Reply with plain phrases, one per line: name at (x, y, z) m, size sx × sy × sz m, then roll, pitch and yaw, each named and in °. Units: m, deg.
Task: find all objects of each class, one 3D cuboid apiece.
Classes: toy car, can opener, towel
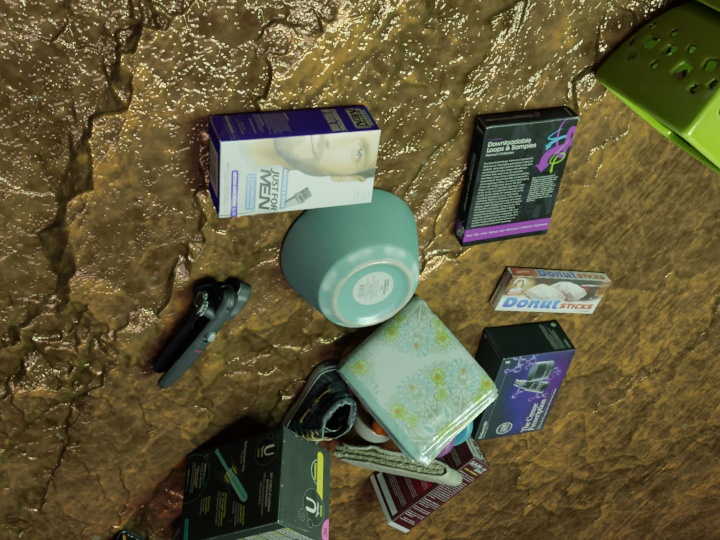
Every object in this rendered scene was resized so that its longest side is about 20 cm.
toy car at (0.096, 0.227, 1.432) m, size 0.199 × 0.150 × 0.176 m, roll 12°, pitch 123°, yaw -32°
can opener at (-0.224, 0.090, 1.229) m, size 0.078 × 0.064 × 0.200 m, roll 24°, pitch 116°, yaw -38°
towel at (0.064, 0.319, 1.487) m, size 0.198 × 0.035 × 0.133 m, roll 7°, pitch 165°, yaw 20°
towel at (0.086, 0.166, 1.345) m, size 0.171 × 0.200 × 0.048 m, roll -40°, pitch 176°, yaw -11°

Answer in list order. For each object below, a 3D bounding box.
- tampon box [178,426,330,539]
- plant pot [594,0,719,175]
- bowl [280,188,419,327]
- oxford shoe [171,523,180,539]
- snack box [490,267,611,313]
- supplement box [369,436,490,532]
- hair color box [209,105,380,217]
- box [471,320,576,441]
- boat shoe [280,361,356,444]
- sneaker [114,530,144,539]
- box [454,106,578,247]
tampon box at (-0.159, 0.351, 1.384) m, size 0.199 × 0.151 × 0.126 m, roll -21°, pitch 141°, yaw 28°
plant pot at (0.462, -0.244, 1.158) m, size 0.198 × 0.200 × 0.182 m, roll 26°, pitch 110°, yaw -37°
bowl at (0.000, 0.000, 1.222) m, size 0.199 × 0.105 × 0.202 m, roll -12°, pitch 134°, yaw -13°
oxford shoe at (-0.221, 0.433, 1.518) m, size 0.199 × 0.085 × 0.073 m, roll -20°, pitch 136°, yaw -5°
snack box at (0.307, 0.033, 1.445) m, size 0.199 × 0.024 × 0.072 m, roll 3°, pitch 129°, yaw -27°
supplement box at (0.120, 0.356, 1.586) m, size 0.200 × 0.109 × 0.061 m, roll -41°, pitch 132°, yaw 15°
hair color box at (-0.082, -0.133, 1.098) m, size 0.198 × 0.065 × 0.110 m, roll -9°, pitch 131°, yaw -19°
box at (0.262, 0.188, 1.526) m, size 0.140 × 0.079 × 0.201 m, roll -4°, pitch 130°, yaw -18°
boat shoe at (-0.069, 0.245, 1.414) m, size 0.070 × 0.091 × 0.201 m, roll 5°, pitch 127°, yaw -28°
sneaker at (-0.428, 0.482, 1.484) m, size 0.199 × 0.078 × 0.112 m, roll 5°, pitch 123°, yaw -41°
box at (0.214, -0.129, 1.255) m, size 0.142 × 0.036 × 0.201 m, roll -9°, pitch 133°, yaw -18°
